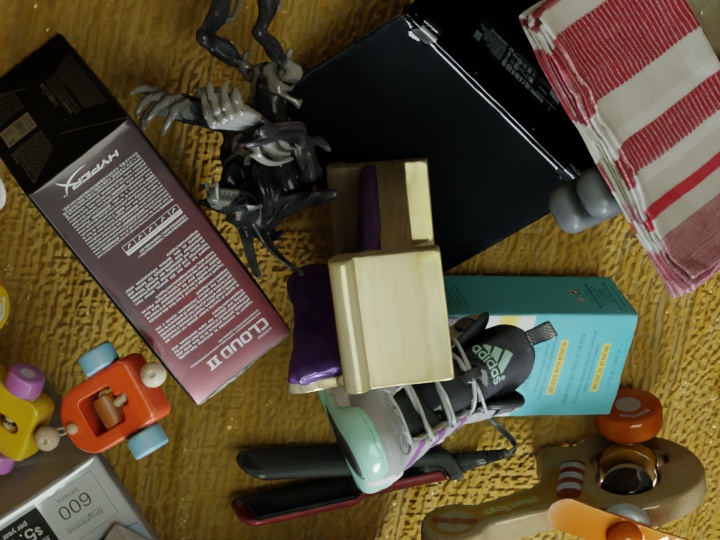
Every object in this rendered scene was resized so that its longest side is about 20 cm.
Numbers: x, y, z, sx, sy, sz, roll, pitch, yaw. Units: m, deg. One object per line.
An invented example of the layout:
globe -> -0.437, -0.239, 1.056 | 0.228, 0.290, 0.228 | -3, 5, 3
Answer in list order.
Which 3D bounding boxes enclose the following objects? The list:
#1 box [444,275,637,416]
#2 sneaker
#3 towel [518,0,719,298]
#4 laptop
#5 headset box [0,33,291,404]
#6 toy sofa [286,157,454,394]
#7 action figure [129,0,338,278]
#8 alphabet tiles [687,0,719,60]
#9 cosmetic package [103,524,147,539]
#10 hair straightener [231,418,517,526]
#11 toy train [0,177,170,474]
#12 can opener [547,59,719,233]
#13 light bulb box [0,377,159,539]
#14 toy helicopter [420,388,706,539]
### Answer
box -> 0.076, 0.050, 1.826 | 0.200, 0.049, 0.082 | 0, 121, -23
sneaker -> 0.053, 0.065, 1.674 | 0.140, 0.200, 0.078 | -22, 98, 7
towel -> 0.188, -0.099, 1.731 | 0.144, 0.023, 0.200 | -37, 100, -44
laptop -> 0.063, -0.124, 1.764 | 0.187, 0.116, 0.200 | 42, 67, -33
headset box -> -0.132, -0.024, 1.652 | 0.075, 0.149, 0.200 | -38, 121, -3
toy sofa -> 0.000, 0.000, 1.666 | 0.097, 0.200, 0.083 | -5, 109, 1
action figure -> -0.074, -0.097, 1.637 | 0.102, 0.119, 0.200 | 1, 86, -40
alphabet tiles -> 0.257, -0.200, 1.815 | 0.167, 0.008, 0.200 | -41, 123, -1
cosmetic package -> -0.164, 0.263, 1.655 | 0.071, 0.101, 0.200 | 32, 99, -32
hair straightener -> 0.012, 0.117, 1.842 | 0.200, 0.041, 0.077 | -6, 116, -20
toy train -> -0.191, 0.036, 1.654 | 0.150, 0.056, 0.200 | -37, 84, 32
can opener -> 0.189, -0.077, 1.777 | 0.200, 0.053, 0.067 | -29, 88, -44
light bulb box -> -0.214, 0.211, 1.742 | 0.198, 0.125, 0.200 | -34, 121, -5
toy helicopter -> 0.138, 0.161, 1.859 | 0.200, 0.132, 0.079 | -15, 122, -16
